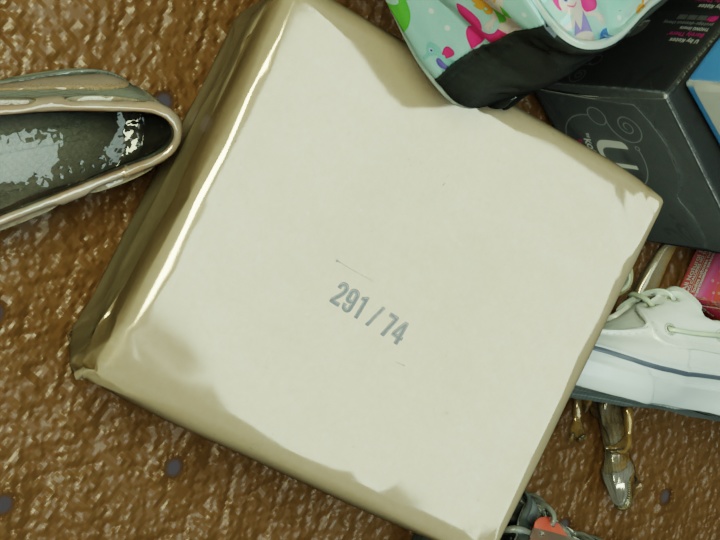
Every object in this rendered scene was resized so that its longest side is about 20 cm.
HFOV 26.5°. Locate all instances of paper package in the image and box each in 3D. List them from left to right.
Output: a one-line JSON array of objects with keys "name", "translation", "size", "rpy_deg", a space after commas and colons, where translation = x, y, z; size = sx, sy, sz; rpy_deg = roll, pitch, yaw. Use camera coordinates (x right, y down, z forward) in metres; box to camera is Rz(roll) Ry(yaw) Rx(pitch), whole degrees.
[{"name": "paper package", "translation": [0.000, 0.000, 0.683], "size": [0.200, 0.103, 0.191], "rpy_deg": [28, 88, -17]}]

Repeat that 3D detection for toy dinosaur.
[{"name": "toy dinosaur", "translation": [0.153, 0.039, 0.888], "size": [0.106, 0.060, 0.201], "rpy_deg": [-1, 109, -49]}]

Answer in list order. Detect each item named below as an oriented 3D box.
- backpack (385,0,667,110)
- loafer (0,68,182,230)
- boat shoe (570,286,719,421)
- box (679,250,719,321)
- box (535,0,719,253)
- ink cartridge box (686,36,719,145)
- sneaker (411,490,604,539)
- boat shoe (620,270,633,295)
[{"name": "backpack", "translation": [0.064, -0.188, 0.602], "size": [0.177, 0.150, 0.200], "rpy_deg": [-39, 96, -39]}, {"name": "loafer", "translation": [-0.166, -0.042, 0.618], "size": [0.200, 0.063, 0.072], "rpy_deg": [-21, 110, -33]}, {"name": "boat shoe", "translation": [0.157, 0.041, 0.812], "size": [0.200, 0.073, 0.067], "rpy_deg": [14, 82, -33]}, {"name": "box", "translation": [0.293, -0.045, 0.943], "size": [0.100, 0.095, 0.200], "rpy_deg": [32, 79, -37]}, {"name": "box", "translation": [0.211, -0.121, 0.860], "size": [0.200, 0.106, 0.122], "rpy_deg": [-47, 123, -21]}, {"name": "ink cartridge box", "translation": [0.278, -0.113, 0.792], "size": [0.200, 0.084, 0.145], "rpy_deg": [-51, 125, -18]}, {"name": "sneaker", "translation": [0.109, 0.164, 0.860], "size": [0.200, 0.077, 0.082], "rpy_deg": [-1, 92, -38]}, {"name": "boat shoe", "translation": [0.066, -0.038, 0.790], "size": [0.200, 0.068, 0.075], "rpy_deg": [26, 82, -37]}]
